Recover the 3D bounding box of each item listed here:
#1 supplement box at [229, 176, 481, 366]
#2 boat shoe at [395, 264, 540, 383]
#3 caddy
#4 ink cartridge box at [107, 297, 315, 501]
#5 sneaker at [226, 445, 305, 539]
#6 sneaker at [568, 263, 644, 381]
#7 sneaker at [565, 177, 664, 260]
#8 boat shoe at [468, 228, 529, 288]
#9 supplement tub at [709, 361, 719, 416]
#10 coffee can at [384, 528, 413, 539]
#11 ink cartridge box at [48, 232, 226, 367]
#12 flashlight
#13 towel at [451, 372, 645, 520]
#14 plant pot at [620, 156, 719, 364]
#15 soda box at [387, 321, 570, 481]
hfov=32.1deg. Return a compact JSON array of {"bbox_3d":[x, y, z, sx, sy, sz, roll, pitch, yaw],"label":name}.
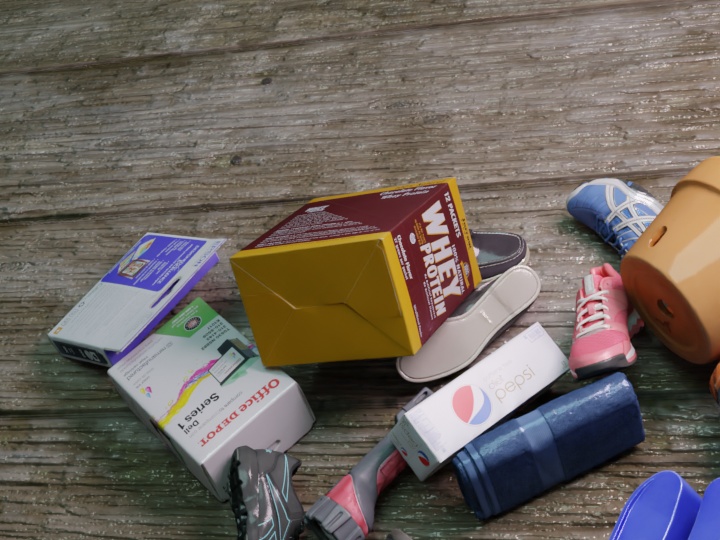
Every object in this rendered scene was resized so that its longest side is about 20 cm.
[{"bbox_3d":[0.000,0.000,1.405,0.196,0.133,0.200,-7,19,30],"label":"supplement box"},{"bbox_3d":[0.125,0.067,1.447,0.200,0.057,0.067,-36,85,-10],"label":"boat shoe"},{"bbox_3d":[0.307,0.283,1.163,0.141,0.105,0.200,-3,45,47],"label":"caddy"},{"bbox_3d":[-0.172,0.145,1.443,0.145,0.084,0.200,-40,50,-17],"label":"ink cartridge box"},{"bbox_3d":[-0.093,0.278,1.309,0.079,0.075,0.201,6,61,-20],"label":"sneaker"},{"bbox_3d":[0.251,0.052,1.336,0.073,0.087,0.200,-19,11,23],"label":"sneaker"},{"bbox_3d":[0.320,-0.046,1.460,0.199,0.076,0.077,26,57,35],"label":"sneaker"},{"bbox_3d":[0.103,-0.021,1.514,0.199,0.065,0.072,-4,48,13],"label":"boat shoe"},{"bbox_3d":[0.433,0.162,1.212,0.122,0.123,0.200,-25,47,-5],"label":"supplement tub"},{"bbox_3d":[0.000,0.360,1.160,0.200,0.147,0.146,-36,49,-14],"label":"coffee can"},{"bbox_3d":[-0.270,0.035,1.553,0.200,0.043,0.198,5,47,52],"label":"ink cartridge box"},{"bbox_3d":[0.030,0.218,1.334,0.200,0.068,0.068,-40,38,-24],"label":"flashlight"},{"bbox_3d":[0.191,0.177,1.281,0.199,0.112,0.049,-25,48,-4],"label":"towel"},{"bbox_3d":[0.366,0.003,1.297,0.140,0.200,0.200,-35,49,-12],"label":"plant pot"},{"bbox_3d":[0.128,0.138,1.327,0.200,0.068,0.064,-31,75,-27],"label":"soda box"}]
